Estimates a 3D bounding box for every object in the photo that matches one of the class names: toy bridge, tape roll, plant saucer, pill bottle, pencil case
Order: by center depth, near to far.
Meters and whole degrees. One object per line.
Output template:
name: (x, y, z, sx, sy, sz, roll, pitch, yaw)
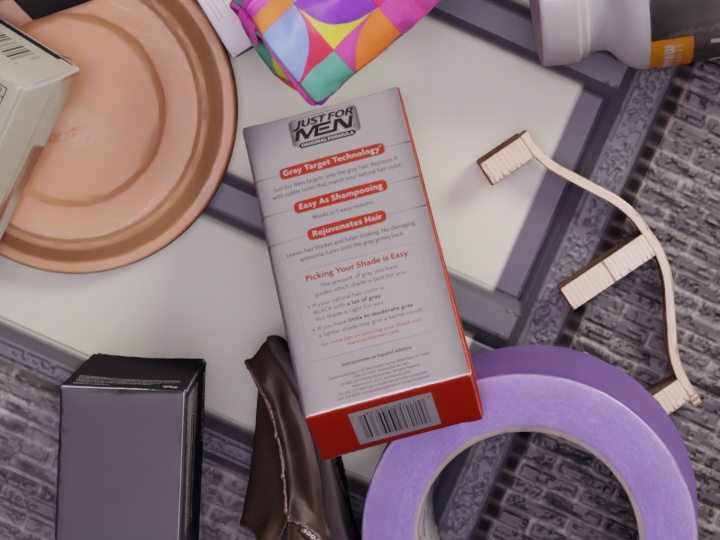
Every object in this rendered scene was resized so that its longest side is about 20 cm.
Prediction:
pencil case: (0.018, -0.186, 1.323, 0.200, 0.088, 0.088, -44, 93, 4)
pill bottle: (0.198, -0.179, 1.363, 0.198, 0.116, 0.117, -8, 95, 2)
tape roll: (0.103, 0.151, 1.395, 0.198, 0.085, 0.202, 1, 101, 7)
plant saucer: (-0.174, -0.098, 1.419, 0.198, 0.032, 0.202, 0, 94, 1)
toy bridge: (0.152, -0.001, 1.423, 0.067, 0.027, 0.201, -34, 95, 3)

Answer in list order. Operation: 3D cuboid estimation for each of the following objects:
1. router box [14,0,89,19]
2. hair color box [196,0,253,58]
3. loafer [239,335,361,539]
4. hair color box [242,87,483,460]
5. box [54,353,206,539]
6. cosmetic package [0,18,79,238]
router box: (-0.206, -0.240, 1.309, 0.051, 0.200, 0.150, -18, 81, 3)
hair color box: (-0.018, -0.221, 1.390, 0.199, 0.061, 0.100, -32, 96, 4)
loafer: (-0.042, 0.140, 1.415, 0.070, 0.073, 0.202, -14, 94, 1)
hair color box: (0.000, 0.000, 1.359, 0.101, 0.061, 0.201, -14, 60, 3)
box: (-0.137, 0.159, 1.385, 0.078, 0.141, 0.202, 3, 95, 3)
cosmetic package: (-0.258, -0.052, 1.368, 0.103, 0.087, 0.201, 32, 109, 8)
